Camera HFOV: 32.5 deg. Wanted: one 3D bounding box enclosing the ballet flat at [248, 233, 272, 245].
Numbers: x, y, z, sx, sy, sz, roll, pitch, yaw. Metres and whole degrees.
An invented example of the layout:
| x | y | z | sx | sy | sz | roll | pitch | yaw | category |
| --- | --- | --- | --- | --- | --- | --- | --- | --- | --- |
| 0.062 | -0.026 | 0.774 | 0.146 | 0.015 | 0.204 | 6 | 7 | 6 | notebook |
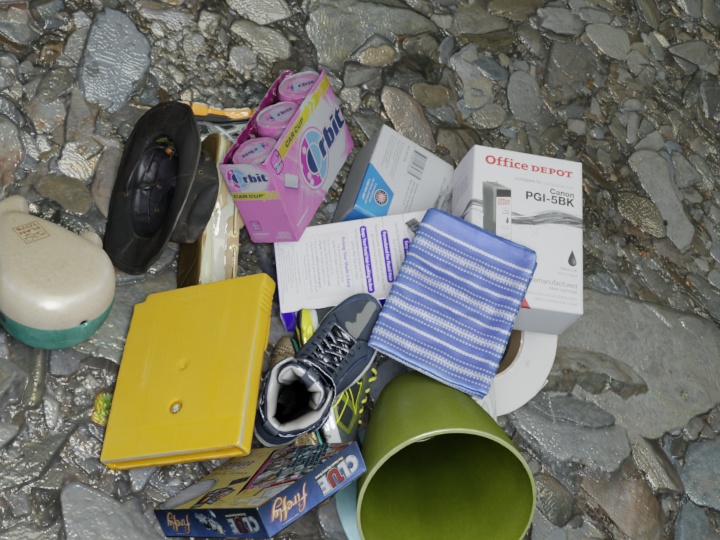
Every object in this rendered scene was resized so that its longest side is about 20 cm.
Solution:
| x | y | z | sx | sy | sz | roll | pitch | yaw | category |
| --- | --- | --- | --- | --- | --- | --- | --- | --- | --- |
| -0.080 | -0.110 | 1.551 | 0.067 | 0.046 | 0.201 | 38 | 51 | -7 | ballet flat |

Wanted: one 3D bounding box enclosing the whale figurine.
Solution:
| x | y | z | sx | sy | sz | roll | pitch | yaw | category |
| --- | --- | --- | --- | --- | --- | --- | --- | --- | --- |
| -0.347 | 0.004 | 1.313 | 0.158 | 0.104 | 0.200 | -25 | 54 | -37 | whale figurine |

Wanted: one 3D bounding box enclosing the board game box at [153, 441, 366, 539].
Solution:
| x | y | z | sx | sy | sz | roll | pitch | yaw | category |
| --- | --- | --- | --- | --- | --- | --- | --- | --- | --- |
| -0.104 | 0.223 | 1.252 | 0.135 | 0.199 | 0.035 | -29 | 99 | -38 | board game box |

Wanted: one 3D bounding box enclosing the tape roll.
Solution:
| x | y | z | sx | sy | sz | roll | pitch | yaw | category |
| --- | --- | --- | --- | --- | --- | --- | --- | --- | --- |
| 0.148 | 0.081 | 1.528 | 0.201 | 0.037 | 0.205 | 0 | 90 | -17 | tape roll |

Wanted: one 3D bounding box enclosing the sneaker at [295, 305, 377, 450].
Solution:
| x | y | z | sx | sy | sz | roll | pitch | yaw | category |
| --- | --- | --- | --- | --- | --- | --- | --- | --- | --- |
| -0.015 | 0.133 | 1.400 | 0.084 | 0.074 | 0.202 | -14 | 88 | -7 | sneaker |

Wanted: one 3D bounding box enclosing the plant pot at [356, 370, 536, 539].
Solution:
| x | y | z | sx | sy | sz | roll | pitch | yaw | category |
| --- | --- | --- | --- | --- | --- | --- | --- | --- | --- |
| 0.075 | 0.196 | 1.329 | 0.186 | 0.188 | 0.200 | 23 | 21 | -18 | plant pot |

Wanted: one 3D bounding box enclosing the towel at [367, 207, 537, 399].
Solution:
| x | y | z | sx | sy | sz | roll | pitch | yaw | category |
| --- | --- | --- | --- | --- | --- | --- | --- | --- | --- |
| 0.107 | 0.031 | 1.366 | 0.144 | 0.024 | 0.201 | 25 | 58 | 1 | towel |

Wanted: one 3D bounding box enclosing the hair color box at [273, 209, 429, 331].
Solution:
| x | y | z | sx | sy | sz | roll | pitch | yaw | category |
| --- | --- | --- | --- | --- | --- | --- | --- | --- | --- |
| 0.000 | 0.000 | 1.470 | 0.198 | 0.065 | 0.110 | -8 | 64 | 2 | hair color box |

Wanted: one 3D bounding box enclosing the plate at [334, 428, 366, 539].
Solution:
| x | y | z | sx | sy | sz | roll | pitch | yaw | category |
| --- | --- | --- | --- | --- | --- | --- | --- | --- | --- |
| 0.063 | 0.267 | 1.439 | 0.198 | 0.026 | 0.202 | 14 | 57 | -23 | plate |

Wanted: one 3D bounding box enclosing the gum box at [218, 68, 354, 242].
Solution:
| x | y | z | sx | sy | sz | roll | pitch | yaw | category |
| --- | --- | --- | --- | --- | --- | --- | --- | --- | --- |
| -0.082 | -0.141 | 1.463 | 0.201 | 0.066 | 0.114 | -63 | 142 | -42 | gum box |

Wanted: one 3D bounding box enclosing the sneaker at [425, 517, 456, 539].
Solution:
| x | y | z | sx | sy | sz | roll | pitch | yaw | category |
| --- | --- | --- | --- | --- | --- | --- | --- | --- | --- |
| 0.059 | 0.367 | 1.347 | 0.199 | 0.075 | 0.115 | -35 | 95 | -26 | sneaker |

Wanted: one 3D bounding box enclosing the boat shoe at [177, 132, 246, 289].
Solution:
| x | y | z | sx | sy | sz | roll | pitch | yaw | category |
| --- | --- | --- | --- | --- | --- | --- | --- | --- | --- |
| -0.169 | -0.058 | 1.444 | 0.066 | 0.074 | 0.202 | 13 | 79 | -37 | boat shoe |

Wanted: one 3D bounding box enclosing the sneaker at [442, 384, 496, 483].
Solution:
| x | y | z | sx | sy | sz | roll | pitch | yaw | category |
| --- | --- | --- | --- | --- | --- | --- | --- | --- | --- |
| 0.132 | 0.187 | 1.463 | 0.081 | 0.075 | 0.202 | 22 | 68 | -30 | sneaker |

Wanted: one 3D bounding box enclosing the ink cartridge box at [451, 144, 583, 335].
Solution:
| x | y | z | sx | sy | sz | roll | pitch | yaw | category |
| --- | --- | --- | --- | --- | --- | --- | --- | --- | --- |
| 0.187 | -0.037 | 1.482 | 0.145 | 0.083 | 0.202 | 8 | 68 | -11 | ink cartridge box |

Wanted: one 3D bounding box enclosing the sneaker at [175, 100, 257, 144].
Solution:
| x | y | z | sx | sy | sz | roll | pitch | yaw | category |
| --- | --- | --- | --- | --- | --- | --- | --- | --- | --- |
| -0.165 | -0.158 | 1.518 | 0.198 | 0.078 | 0.078 | 0 | 80 | -28 | sneaker |

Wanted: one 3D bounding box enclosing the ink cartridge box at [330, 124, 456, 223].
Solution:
| x | y | z | sx | sy | sz | roll | pitch | yaw | category |
| --- | --- | --- | --- | --- | --- | --- | --- | --- | --- |
| 0.076 | -0.070 | 1.596 | 0.199 | 0.084 | 0.145 | 30 | 54 | -14 | ink cartridge box |

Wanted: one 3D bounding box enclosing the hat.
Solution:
| x | y | z | sx | sy | sz | roll | pitch | yaw | category |
| --- | --- | --- | --- | --- | --- | --- | --- | --- | --- |
| -0.210 | -0.085 | 1.386 | 0.080 | 0.200 | 0.202 | 20 | 54 | -39 | hat |

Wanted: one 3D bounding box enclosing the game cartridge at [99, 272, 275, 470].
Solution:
| x | y | z | sx | sy | sz | roll | pitch | yaw | category |
| --- | --- | --- | --- | --- | --- | --- | --- | --- | --- |
| -0.180 | 0.106 | 1.302 | 0.032 | 0.175 | 0.202 | 49 | 39 | -47 | game cartridge |

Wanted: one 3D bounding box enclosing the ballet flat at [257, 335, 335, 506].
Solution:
| x | y | z | sx | sy | sz | roll | pitch | yaw | category |
| --- | --- | --- | --- | --- | --- | --- | --- | --- | --- |
| -0.082 | 0.169 | 1.385 | 0.065 | 0.071 | 0.202 | -11 | 65 | -16 | ballet flat |

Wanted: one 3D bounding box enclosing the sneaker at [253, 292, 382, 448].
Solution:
| x | y | z | sx | sy | sz | roll | pitch | yaw | category |
| --- | --- | --- | --- | --- | --- | --- | --- | --- | --- |
| -0.036 | 0.097 | 1.301 | 0.077 | 0.146 | 0.203 | 36 | 75 | 4 | sneaker |
